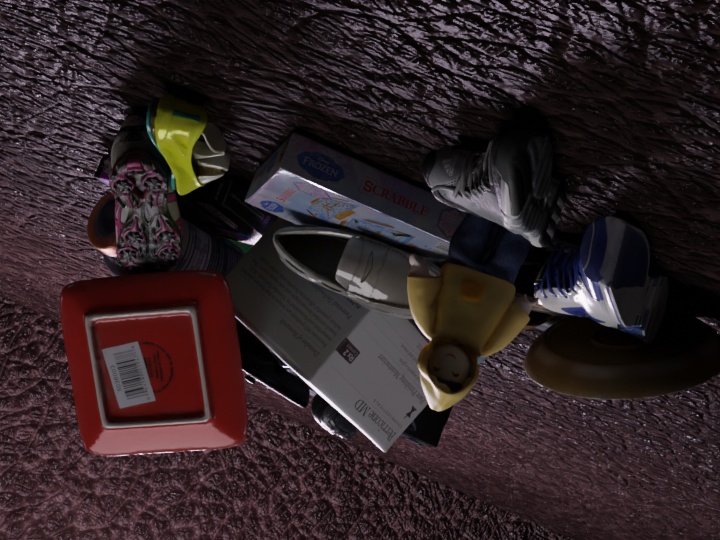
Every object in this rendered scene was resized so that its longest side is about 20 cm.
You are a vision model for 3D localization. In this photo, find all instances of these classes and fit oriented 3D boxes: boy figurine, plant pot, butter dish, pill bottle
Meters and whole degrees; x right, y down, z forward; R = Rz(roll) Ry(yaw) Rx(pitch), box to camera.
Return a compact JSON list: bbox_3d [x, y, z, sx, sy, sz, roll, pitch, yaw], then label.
[{"bbox_3d":[0.094,0.026,1.451,0.123,0.202,0.064,25,168,-4],"label":"boy figurine"},{"bbox_3d":[0.255,0.073,1.557,0.197,0.028,0.200,-7,-163,2],"label":"plant pot"},{"bbox_3d":[-0.215,0.089,1.796,0.197,0.203,0.148,-5,-167,11],"label":"butter dish"},{"bbox_3d":[-0.224,-0.020,1.852,0.105,0.107,0.200,11,164,39],"label":"pill bottle"}]

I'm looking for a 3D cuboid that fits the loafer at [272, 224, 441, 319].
[{"bbox_3d":[0.000,0.000,1.606,0.198,0.071,0.070,15,176,27],"label":"loafer"}]

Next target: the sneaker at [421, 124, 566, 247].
[{"bbox_3d":[0.097,-0.075,1.309,0.114,0.076,0.200,20,169,18],"label":"sneaker"}]

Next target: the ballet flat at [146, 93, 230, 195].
[{"bbox_3d":[-0.163,-0.119,1.598,0.066,0.068,0.200,6,165,5],"label":"ballet flat"}]

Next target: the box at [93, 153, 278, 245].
[{"bbox_3d":[-0.194,-0.079,1.880,0.198,0.036,0.143,15,167,33],"label":"box"}]

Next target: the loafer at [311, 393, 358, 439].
[{"bbox_3d":[0.019,0.113,1.955,0.070,0.201,0.068,38,176,-31],"label":"loafer"}]

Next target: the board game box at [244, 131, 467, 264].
[{"bbox_3d":[-0.004,-0.063,1.607,0.198,0.042,0.200,23,168,-11],"label":"board game box"}]

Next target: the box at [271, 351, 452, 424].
[{"bbox_3d":[0.012,0.113,2.161,0.195,0.125,0.199,28,166,-22],"label":"box"}]

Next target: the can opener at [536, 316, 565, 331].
[{"bbox_3d":[0.192,0.041,1.696,0.198,0.054,0.067,22,167,2],"label":"can opener"}]

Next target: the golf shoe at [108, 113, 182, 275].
[{"bbox_3d":[-0.225,-0.075,1.702,0.072,0.093,0.201,-1,140,-5],"label":"golf shoe"}]

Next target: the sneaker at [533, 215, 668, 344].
[{"bbox_3d":[0.207,0.010,1.470,0.114,0.082,0.199,13,167,23],"label":"sneaker"}]

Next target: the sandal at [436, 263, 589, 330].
[{"bbox_3d":[0.146,0.033,1.613,0.197,0.055,0.082,1,-155,19],"label":"sandal"}]

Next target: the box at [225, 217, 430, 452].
[{"bbox_3d":[-0.029,0.069,1.825,0.200,0.131,0.199,39,175,40],"label":"box"}]

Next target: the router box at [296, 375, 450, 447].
[{"bbox_3d":[0.033,0.112,2.030,0.198,0.159,0.052,27,168,-23],"label":"router box"}]

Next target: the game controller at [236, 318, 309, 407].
[{"bbox_3d":[-0.123,0.105,1.890,0.104,0.042,0.200,44,177,-25],"label":"game controller"}]

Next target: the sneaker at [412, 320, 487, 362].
[{"bbox_3d":[0.119,0.067,1.886,0.081,0.075,0.200,18,169,37],"label":"sneaker"}]

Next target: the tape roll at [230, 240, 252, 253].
[{"bbox_3d":[-0.193,-0.010,2.146,0.198,0.049,0.201,20,168,5],"label":"tape roll"}]
